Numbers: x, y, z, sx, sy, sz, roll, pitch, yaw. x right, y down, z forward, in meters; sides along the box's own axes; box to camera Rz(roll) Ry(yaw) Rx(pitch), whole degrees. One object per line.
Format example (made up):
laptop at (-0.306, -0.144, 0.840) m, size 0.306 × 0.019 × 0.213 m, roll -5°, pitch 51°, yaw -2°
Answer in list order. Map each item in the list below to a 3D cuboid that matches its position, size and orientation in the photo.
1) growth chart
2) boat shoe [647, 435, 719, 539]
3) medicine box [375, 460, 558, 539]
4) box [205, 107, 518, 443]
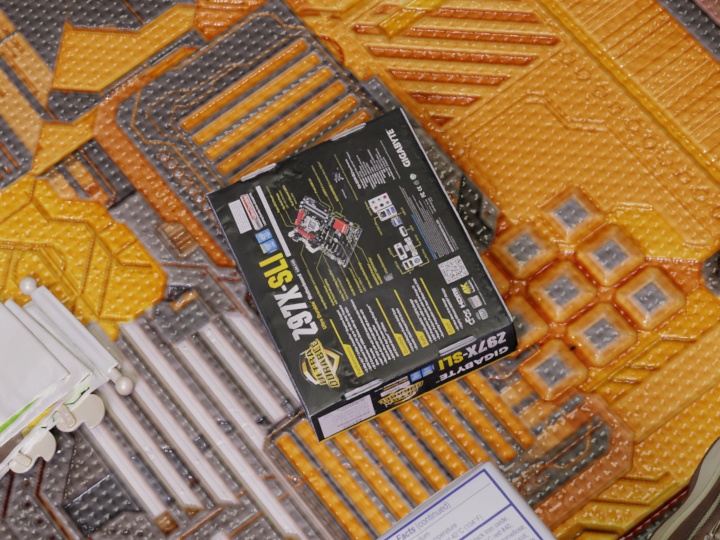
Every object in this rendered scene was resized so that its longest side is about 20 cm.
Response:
growth chart at (-0.272, 0.093, 1.766) m, size 0.199 × 0.018 × 0.145 m, roll -33°, pitch 63°, yaw -10°
boat shoe at (0.232, 0.184, 1.595) m, size 0.074 × 0.075 × 0.203 m, roll -1°, pitch 48°, yaw 43°
medicine box at (0.104, 0.250, 1.538) m, size 0.103 × 0.183 × 0.200 m, roll -34°, pitch 63°, yaw -12°
box at (0.000, 0.000, 1.763) m, size 0.159 × 0.049 × 0.201 m, roll -26°, pitch 62°, yaw -4°
